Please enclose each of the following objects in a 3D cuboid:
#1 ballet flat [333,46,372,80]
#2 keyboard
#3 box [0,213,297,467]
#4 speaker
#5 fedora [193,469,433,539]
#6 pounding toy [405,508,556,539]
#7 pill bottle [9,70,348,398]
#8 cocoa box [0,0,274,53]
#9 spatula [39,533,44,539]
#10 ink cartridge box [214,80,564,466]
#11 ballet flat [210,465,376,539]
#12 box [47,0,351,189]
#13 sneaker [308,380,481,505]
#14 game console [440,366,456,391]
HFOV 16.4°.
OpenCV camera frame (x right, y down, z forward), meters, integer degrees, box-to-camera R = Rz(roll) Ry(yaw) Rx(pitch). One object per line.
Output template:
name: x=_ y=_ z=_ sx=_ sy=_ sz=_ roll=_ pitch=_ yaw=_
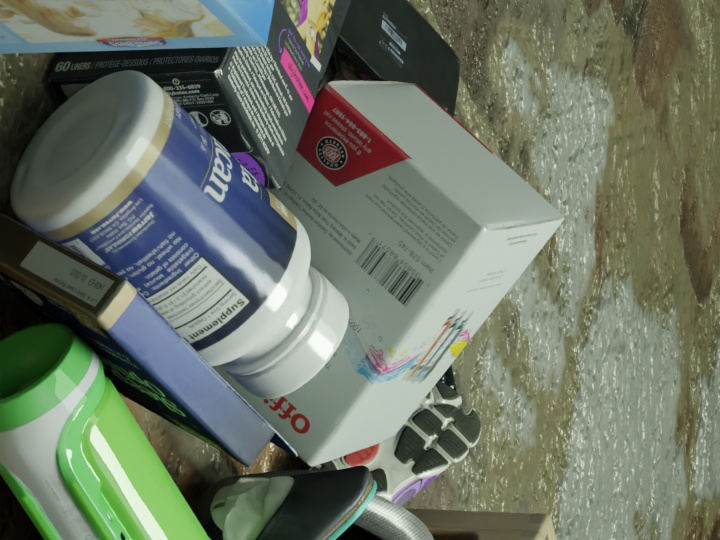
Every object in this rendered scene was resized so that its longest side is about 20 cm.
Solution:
ballet flat: x=-0.002 y=-0.226 z=1.802 sx=0.069 sy=0.071 sz=0.200 roll=-62 pitch=143 yaw=-49
keyboard: x=0.013 y=-0.143 z=1.762 sx=0.200 sy=0.021 sz=0.127 roll=40 pitch=51 yaw=-49
box: x=-0.126 y=0.050 z=1.434 sx=0.032 sy=0.121 sz=0.200 roll=-54 pitch=136 yaw=-11
speaker: x=-0.148 y=0.129 z=1.423 sx=0.200 sy=0.088 sz=0.089 roll=62 pitch=35 yaw=-28
fedora: x=-0.046 y=0.190 z=1.634 sx=0.177 sy=0.200 sz=0.090 roll=-60 pitch=-153 yaw=23
pounding toy: x=0.097 y=0.270 z=1.862 sx=0.142 sy=0.199 sz=0.185 roll=-57 pitch=140 yaw=-51
pill bottle: x=-0.099 y=-0.015 z=1.462 sx=0.200 sy=0.111 sz=0.111 roll=44 pitch=47 yaw=-31
cocoa box: x=-0.151 y=-0.197 z=1.310 sx=0.133 sy=0.199 sz=0.132 roll=41 pitch=54 yaw=-60
spatula: x=-0.164 y=0.117 z=1.496 sx=0.057 sy=0.021 sz=0.201 roll=33 pitch=60 yaw=-57
ink cartridge box: x=0.000 y=0.000 z=1.612 sx=0.200 sy=0.145 sz=0.145 roll=-52 pitch=164 yaw=18
ballet flat: x=-0.078 y=0.173 z=1.519 sx=0.073 sy=0.200 sz=0.073 roll=37 pitch=24 yaw=-20
box: x=-0.091 y=-0.155 z=1.540 sx=0.106 sy=0.122 sz=0.200 roll=63 pitch=35 yaw=-43
sneaker: x=0.006 y=0.146 z=1.798 sx=0.200 sy=0.081 sz=0.083 roll=-37 pitch=167 yaw=-38
game console: x=-0.002 y=0.024 z=1.847 sx=0.171 sy=0.118 sz=0.200 roll=-110 pitch=-173 yaw=-54
